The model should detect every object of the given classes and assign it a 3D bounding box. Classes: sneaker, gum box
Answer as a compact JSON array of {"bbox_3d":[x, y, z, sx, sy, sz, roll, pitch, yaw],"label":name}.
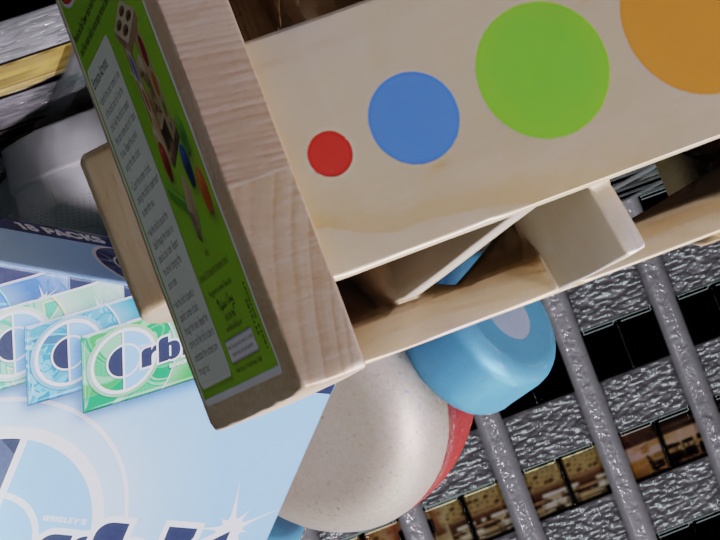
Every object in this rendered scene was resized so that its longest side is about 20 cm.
[{"bbox_3d":[-0.085,0.005,0.983,0.073,0.116,0.200,-18,174,-14],"label":"sneaker"},{"bbox_3d":[-0.110,0.085,0.922,0.170,0.201,0.045,11,-161,-40],"label":"gum box"}]

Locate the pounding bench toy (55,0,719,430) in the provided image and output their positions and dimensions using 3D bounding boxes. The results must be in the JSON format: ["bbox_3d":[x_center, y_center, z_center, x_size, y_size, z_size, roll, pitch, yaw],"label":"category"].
[{"bbox_3d":[0.020,-0.049,0.623,0.156,0.125,0.200,-20,177,-13],"label":"pounding bench toy"}]

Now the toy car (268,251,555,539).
[{"bbox_3d":[0.000,0.000,1.146,0.184,0.177,0.200,-37,-179,35],"label":"toy car"}]
